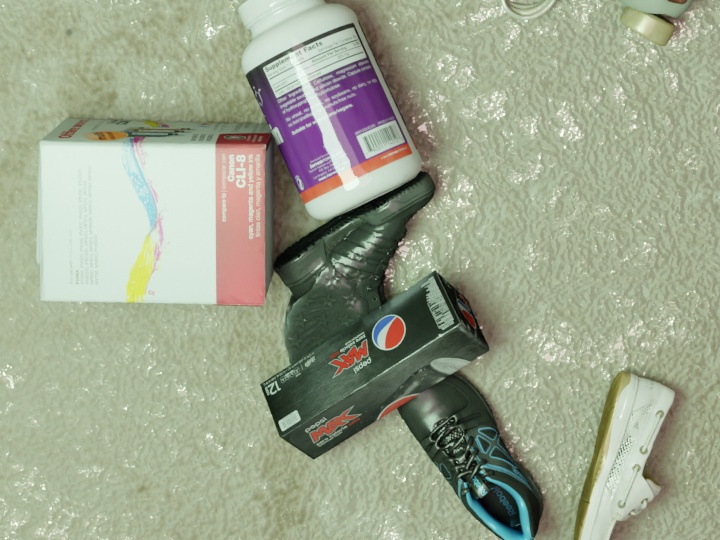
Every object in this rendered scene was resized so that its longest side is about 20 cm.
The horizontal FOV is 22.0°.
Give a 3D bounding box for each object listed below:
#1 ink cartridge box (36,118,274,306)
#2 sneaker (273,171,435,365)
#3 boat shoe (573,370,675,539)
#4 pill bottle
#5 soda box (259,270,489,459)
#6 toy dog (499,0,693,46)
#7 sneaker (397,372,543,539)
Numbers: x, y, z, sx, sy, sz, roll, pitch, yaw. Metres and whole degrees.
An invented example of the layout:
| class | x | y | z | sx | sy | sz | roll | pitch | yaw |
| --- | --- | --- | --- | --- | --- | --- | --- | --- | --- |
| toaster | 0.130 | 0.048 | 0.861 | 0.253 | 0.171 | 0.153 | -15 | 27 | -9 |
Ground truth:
| class | x | y | z | sx | sy | sz | roll | pitch | yaw |
| --- | --- | --- | --- | --- | --- | --- | --- | --- | --- |
| ink cartridge box | -0.178 | -0.054 | 1.641 | 0.198 | 0.145 | 0.146 | 1 | 102 | 0 |
| sneaker | 0.000 | 0.001 | 1.696 | 0.199 | 0.060 | 0.105 | -32 | 107 | 5 |
| boat shoe | 0.246 | 0.198 | 1.724 | 0.069 | 0.071 | 0.202 | 14 | 101 | 0 |
| pill bottle | -0.032 | -0.153 | 1.628 | 0.112 | 0.112 | 0.201 | -25 | 90 | 6 |
| soda box | 0.012 | 0.088 | 1.683 | 0.199 | 0.071 | 0.064 | -33 | 55 | 13 |
| toy dog | 0.219 | -0.270 | 1.614 | 0.198 | 0.096 | 0.133 | 10 | 102 | -1 |
| sneaker | 0.103 | 0.169 | 1.716 | 0.073 | 0.082 | 0.200 | -40 | 97 | 11 |
